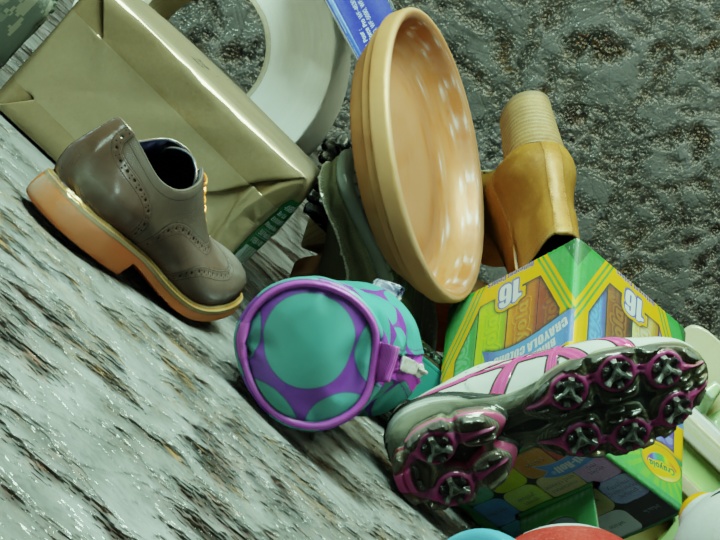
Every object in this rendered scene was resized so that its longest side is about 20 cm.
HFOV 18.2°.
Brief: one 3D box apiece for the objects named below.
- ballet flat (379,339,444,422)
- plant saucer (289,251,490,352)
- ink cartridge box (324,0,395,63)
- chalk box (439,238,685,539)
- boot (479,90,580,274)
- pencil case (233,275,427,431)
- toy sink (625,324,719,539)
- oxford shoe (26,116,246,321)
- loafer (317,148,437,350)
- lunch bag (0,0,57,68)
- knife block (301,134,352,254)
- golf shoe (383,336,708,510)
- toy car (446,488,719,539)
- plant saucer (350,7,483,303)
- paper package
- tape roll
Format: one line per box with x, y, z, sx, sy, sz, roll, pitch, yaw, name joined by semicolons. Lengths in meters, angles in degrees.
0.054;0.096;1.567;0.200;0.074;0.074;44;3;-31;ballet flat
0.044;0.024;1.717;0.200;0.032;0.200;15;-12;3;plant saucer
-0.011;-0.217;1.599;0.100;0.039;0.200;61;8;-27;ink cartridge box
0.131;0.107;1.485;0.124;0.125;0.200;38;41;-30;chalk box
0.113;-0.016;1.614;0.201;0.070;0.144;102;-14;-54;boot
-0.013;0.045;1.287;0.092;0.085;0.200;14;1;8;pencil case
0.228;0.150;1.679;0.130;0.200;0.112;44;4;9;toy sink
-0.104;-0.027;1.252;0.071;0.073;0.200;44;4;26;oxford shoe
0.000;0.000;1.551;0.075;0.069;0.200;-79;158;-44;loafer
-0.247;-0.237;1.380;0.139;0.168;0.200;45;4;23;lunch bag
0.042;-0.036;1.677;0.200;0.064;0.175;23;-14;-27;knife block
0.109;0.075;1.361;0.092;0.199;0.073;-104;177;-63;golf shoe
0.166;0.154;1.092;0.177;0.200;0.184;46;5;35;toy car
0.037;-0.075;1.516;0.200;0.037;0.201;-8;90;-71;plant saucer
-0.126;-0.088;1.467;0.191;0.104;0.200;42;4;-1;paper package
-0.110;-0.156;1.628;0.202;0.203;0.071;43;4;8;tape roll
